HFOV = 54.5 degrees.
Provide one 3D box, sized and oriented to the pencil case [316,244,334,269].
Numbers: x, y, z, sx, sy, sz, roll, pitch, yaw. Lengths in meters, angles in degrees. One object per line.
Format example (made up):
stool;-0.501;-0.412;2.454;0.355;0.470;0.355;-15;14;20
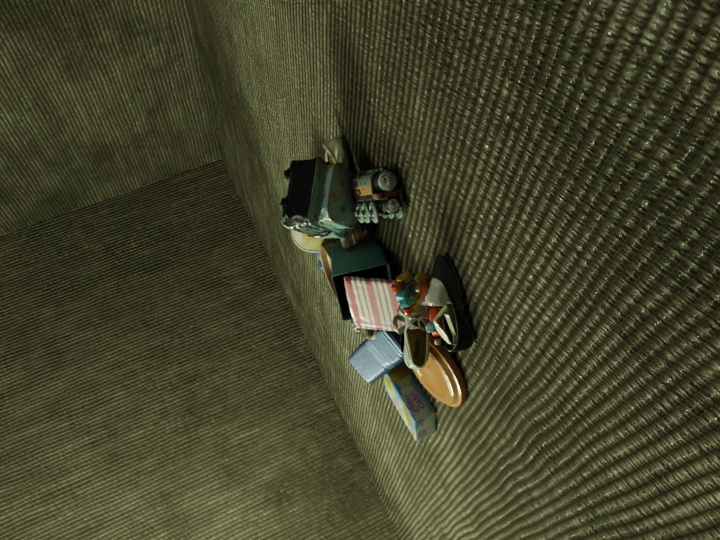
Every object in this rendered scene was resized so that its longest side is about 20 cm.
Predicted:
pencil case;-0.122;-0.096;2.233;0.087;0.078;0.201;-87;-19;-66

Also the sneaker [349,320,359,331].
sneaker;0.025;0.157;2.015;0.080;0.095;0.200;70;164;-11

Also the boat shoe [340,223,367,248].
boat shoe;-0.017;-0.119;1.806;0.200;0.072;0.076;-94;-13;-60

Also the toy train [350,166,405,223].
toy train;0.034;-0.165;1.527;0.200;0.085;0.114;-167;65;-74

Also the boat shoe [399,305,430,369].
boat shoe;0.122;0.116;1.528;0.086;0.074;0.203;142;130;-82

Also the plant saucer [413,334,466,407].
plant saucer;0.170;0.233;1.631;0.200;0.032;0.201;46;155;29

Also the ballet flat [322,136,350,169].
ballet flat;-0.049;-0.236;1.759;0.069;0.069;0.201;-143;33;-65

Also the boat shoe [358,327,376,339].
boat shoe;-0.010;0.097;1.881;0.072;0.059;0.201;-54;47;51

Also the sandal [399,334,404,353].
sandal;0.122;0.177;1.782;0.075;0.045;0.201;-132;24;-55

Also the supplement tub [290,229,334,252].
supplement tub;-0.134;-0.152;2.054;0.200;0.144;0.145;104;141;-68

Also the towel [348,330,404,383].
towel;0.055;0.229;1.938;0.112;0.048;0.200;51;132;7

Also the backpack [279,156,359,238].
backpack;-0.078;-0.163;1.649;0.200;0.153;0.177;28;-116;-63

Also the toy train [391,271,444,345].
toy train;0.137;0.074;1.430;0.200;0.055;0.151;10;-108;-55

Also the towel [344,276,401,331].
towel;0.064;0.078;1.656;0.030;0.199;0.147;-58;-36;-48

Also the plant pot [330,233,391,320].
plant pot;0.000;0.000;1.782;0.200;0.141;0.142;-102;-1;-56

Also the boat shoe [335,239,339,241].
boat shoe;-0.019;-0.045;1.958;0.069;0.056;0.200;93;152;-61

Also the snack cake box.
snack cake box;0.137;0.363;1.969;0.115;0.067;0.200;84;159;-48

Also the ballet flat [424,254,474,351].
ballet flat;0.170;0.071;1.377;0.068;0.068;0.201;2;114;64

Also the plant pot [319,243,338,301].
plant pot;-0.041;0.008;2.047;0.201;0.092;0.201;158;90;-77
